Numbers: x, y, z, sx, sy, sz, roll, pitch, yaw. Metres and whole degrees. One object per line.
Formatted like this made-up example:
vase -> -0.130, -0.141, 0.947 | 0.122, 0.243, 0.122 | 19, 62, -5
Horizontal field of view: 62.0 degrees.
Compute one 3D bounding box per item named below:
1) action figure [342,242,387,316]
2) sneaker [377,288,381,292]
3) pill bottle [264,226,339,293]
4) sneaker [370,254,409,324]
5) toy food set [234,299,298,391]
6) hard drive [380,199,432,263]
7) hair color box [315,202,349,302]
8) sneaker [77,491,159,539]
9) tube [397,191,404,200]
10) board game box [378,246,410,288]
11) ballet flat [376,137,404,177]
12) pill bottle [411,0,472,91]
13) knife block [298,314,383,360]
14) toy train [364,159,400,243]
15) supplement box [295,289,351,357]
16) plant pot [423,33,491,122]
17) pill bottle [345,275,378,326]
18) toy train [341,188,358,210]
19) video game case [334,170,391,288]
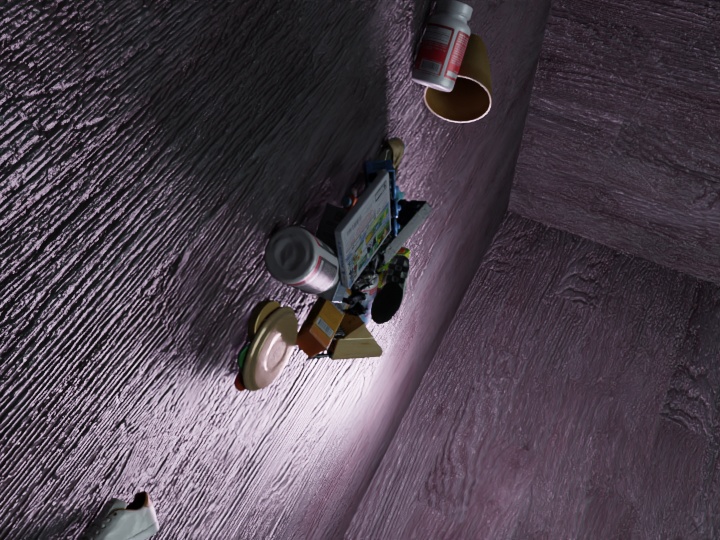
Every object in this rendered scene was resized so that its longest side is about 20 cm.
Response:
action figure -> 0.000, 0.000, 1.435 | 0.119, 0.101, 0.201 | 69, 34, -55
sneaker -> 0.058, 0.059, 1.818 | 0.077, 0.083, 0.202 | -27, 135, -64
pill bottle -> -0.108, -0.013, 1.224 | 0.112, 0.110, 0.200 | -66, 161, -4
sneaker -> 0.085, 0.065, 1.587 | 0.089, 0.073, 0.201 | 85, 27, -61
toy food set -> -0.198, 0.165, 1.269 | 0.200, 0.048, 0.200 | -66, 162, -5
hard drive -> 0.087, -0.104, 1.584 | 0.200, 0.139, 0.038 | -48, 115, -13
hair color box -> -0.059, -0.039, 1.351 | 0.202, 0.098, 0.061 | -69, 159, 4
sneaker -> -0.413, 0.413, 0.944 | 0.200, 0.072, 0.086 | -14, 94, -61
tube -> 0.092, -0.203, 1.691 | 0.078, 0.050, 0.200 | -60, 167, 3
board game box -> 0.056, -0.025, 1.690 | 0.200, 0.101, 0.048 | -39, 147, -56
ballet flat -> 0.060, -0.242, 1.534 | 0.072, 0.068, 0.202 | -6, 118, -47
pill bottle -> 0.208, -0.562, 1.497 | 0.112, 0.111, 0.202 | -18, 128, -67
knife block -> -0.054, 0.192, 1.533 | 0.175, 0.064, 0.201 | -35, 134, -3
toy train -> 0.052, -0.169, 1.470 | 0.115, 0.086, 0.201 | -97, -178, -52
supplement box -> -0.085, 0.111, 1.425 | 0.066, 0.069, 0.200 | -33, -163, 36
plant pot -> 0.286, -0.552, 1.670 | 0.187, 0.184, 0.202 | 73, 29, -62
pill bottle -> -0.019, 0.091, 1.598 | 0.109, 0.108, 0.202 | -43, 150, -51
toy train -> -0.007, -0.109, 1.491 | 0.151, 0.055, 0.200 | -67, 161, -2
video game case -> 0.010, -0.088, 1.303 | 0.201, 0.022, 0.183 | -55, 155, -32
